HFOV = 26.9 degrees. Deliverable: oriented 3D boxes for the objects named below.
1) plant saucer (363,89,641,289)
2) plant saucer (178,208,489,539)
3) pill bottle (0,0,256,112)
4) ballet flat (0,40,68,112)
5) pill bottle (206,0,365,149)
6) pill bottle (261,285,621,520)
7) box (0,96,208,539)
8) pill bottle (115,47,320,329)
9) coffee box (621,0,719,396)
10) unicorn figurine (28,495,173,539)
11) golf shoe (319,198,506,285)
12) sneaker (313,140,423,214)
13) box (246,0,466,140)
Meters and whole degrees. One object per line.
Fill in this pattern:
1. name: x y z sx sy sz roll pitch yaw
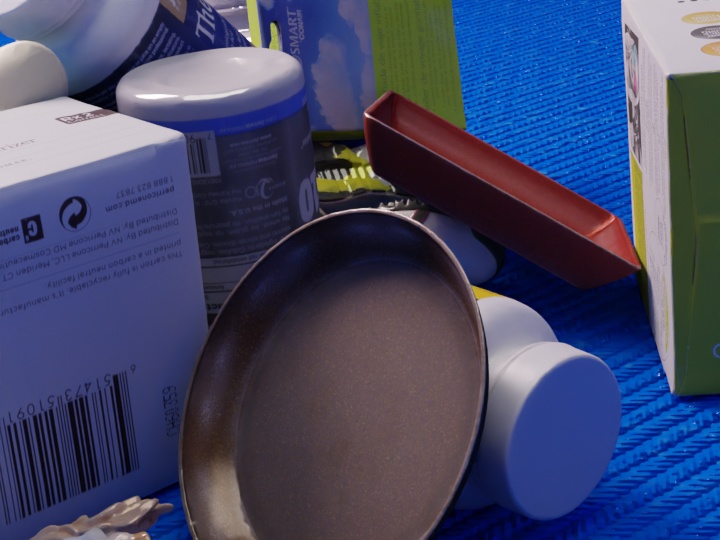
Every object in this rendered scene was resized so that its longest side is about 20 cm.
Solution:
1. plant saucer: 0.090 -0.054 1.031 0.200 0.037 0.200 30 12 0
2. plant saucer: -0.011 0.069 0.735 0.200 0.201 0.032 19 -5 46
3. pill bottle: -0.149 -0.144 0.973 0.111 0.200 0.111 -19 54 28
4. ballet flat: -0.242 -0.048 0.883 0.069 0.200 0.070 36 23 -18
5. pill bottle: -0.064 -0.146 1.198 0.119 0.201 0.120 -12 17 4
6. pill bottle: 0.035 0.058 0.799 0.112 0.113 0.200 -22 27 -36
7. box: -0.196 0.032 0.804 0.199 0.201 0.130 -21 27 -36
8. pill bottle: -0.079 -0.026 0.919 0.113 0.201 0.114 -5 23 2
9. coffee box: 0.272 -0.058 0.914 0.199 0.201 0.198 -4 23 4
10. unicorn figurine: -0.159 0.164 0.659 0.137 0.074 0.200 -9 6 17
11. golf shoe: 0.000 0.000 1.036 0.199 0.077 0.088 4 54 3
12. sneaker: 0.002 -0.053 1.137 0.199 0.085 0.075 3 54 -33
13. box: -0.009 -0.160 1.130 0.200 0.122 0.048 -5 -2 -42
